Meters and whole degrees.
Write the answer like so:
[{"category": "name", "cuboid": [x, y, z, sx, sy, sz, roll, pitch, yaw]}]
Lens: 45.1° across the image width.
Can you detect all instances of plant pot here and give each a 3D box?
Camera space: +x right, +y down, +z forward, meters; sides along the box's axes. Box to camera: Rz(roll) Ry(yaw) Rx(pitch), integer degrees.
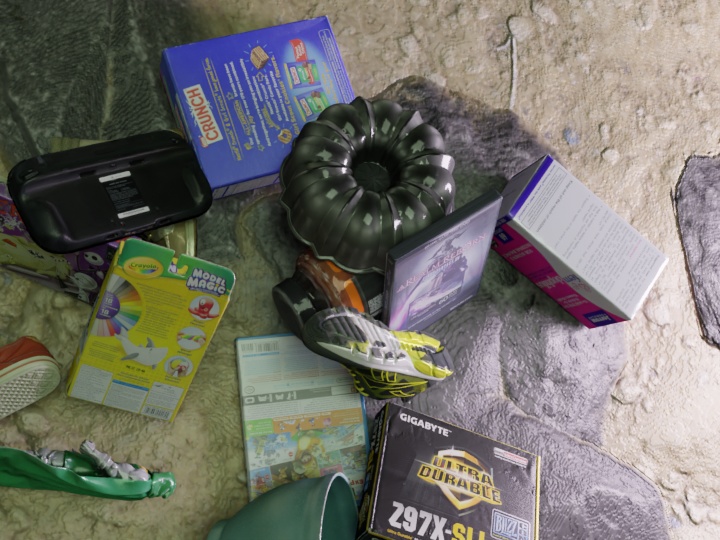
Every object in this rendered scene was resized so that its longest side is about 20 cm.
[{"category": "plant pot", "cuboid": [-0.080, 0.309, 0.873, 0.134, 0.200, 0.201, -5, 79, 10]}]

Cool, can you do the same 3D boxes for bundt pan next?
[{"category": "bundt pan", "cuboid": [0.014, -0.101, 0.931, 0.201, 0.076, 0.203, 4, 70, -10]}]

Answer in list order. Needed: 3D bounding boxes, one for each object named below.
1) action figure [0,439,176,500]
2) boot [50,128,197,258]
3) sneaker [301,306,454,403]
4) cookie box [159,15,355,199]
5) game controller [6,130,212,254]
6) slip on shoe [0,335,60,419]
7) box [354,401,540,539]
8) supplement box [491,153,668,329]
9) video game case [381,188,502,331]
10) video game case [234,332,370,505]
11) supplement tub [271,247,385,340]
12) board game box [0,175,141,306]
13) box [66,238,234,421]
[{"category": "action figure", "cuboid": [-0.285, 0.203, 0.879, 0.199, 0.118, 0.055, 17, 63, -21]}, {"category": "boot", "cuboid": [-0.259, -0.057, 0.943, 0.154, 0.072, 0.201, -5, 74, -18]}, {"category": "sneaker", "cuboid": [0.013, 0.104, 0.942, 0.199, 0.085, 0.075, 20, 31, -34]}, {"category": "cookie box", "cuboid": [-0.112, -0.189, 1.009, 0.199, 0.075, 0.172, -17, 85, -19]}, {"category": "game controller", "cuboid": [-0.247, -0.082, 0.877, 0.199, 0.042, 0.105, -21, 83, -37]}, {"category": "slip on shoe", "cuboid": [-0.405, 0.126, 0.875, 0.199, 0.074, 0.061, -25, 52, -13]}, {"category": "box", "cuboid": [0.101, 0.253, 0.966, 0.199, 0.049, 0.160, 22, 51, -11]}, {"category": "supplement box", "cuboid": [0.259, -0.031, 1.071, 0.200, 0.101, 0.104, 38, 72, -5]}, {"category": "video game case", "cuboid": [0.085, 0.006, 0.968, 0.143, 0.200, 0.019, -31, 64, -19]}, {"category": "video game case", "cuboid": [-0.063, 0.171, 0.983, 0.142, 0.018, 0.201, -4, 80, -17]}, {"category": "supplement tub", "cuboid": [0.000, 0.000, 0.987, 0.200, 0.107, 0.107, -31, 89, -19]}, {"category": "board game box", "cuboid": [-0.334, -0.033, 0.892, 0.199, 0.120, 0.032, 25, 44, -9]}, {"category": "box", "cuboid": [-0.211, 0.056, 0.874, 0.117, 0.200, 0.048, 19, 31, -19]}]
